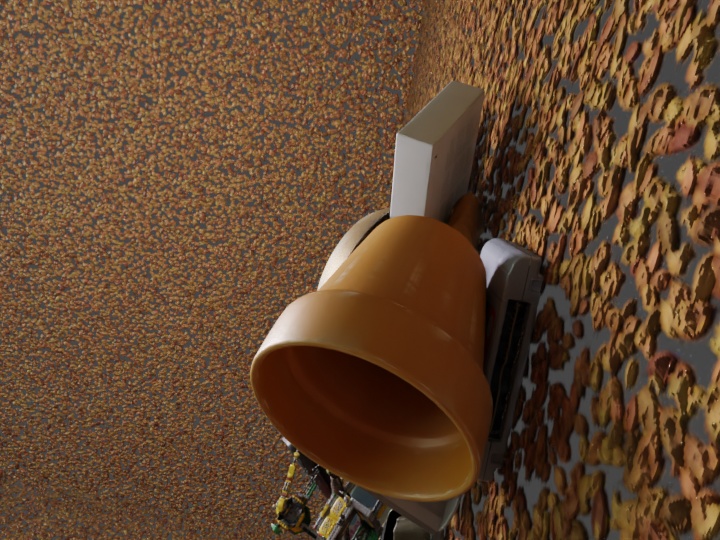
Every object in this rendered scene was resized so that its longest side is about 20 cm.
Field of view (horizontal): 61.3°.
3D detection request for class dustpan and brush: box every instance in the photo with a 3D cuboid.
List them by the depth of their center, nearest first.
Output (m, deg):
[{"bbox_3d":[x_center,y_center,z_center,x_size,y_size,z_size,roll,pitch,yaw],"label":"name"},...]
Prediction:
[{"bbox_3d":[0.077,0.157,0.663,0.203,0.137,0.057,-61,8,-31],"label":"dustpan and brush"}]

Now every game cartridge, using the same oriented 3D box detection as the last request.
[{"bbox_3d":[0.125,0.076,0.587,0.133,0.039,0.207,-69,-11,-80],"label":"game cartridge"}]

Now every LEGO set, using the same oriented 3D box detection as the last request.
[{"bbox_3d":[-0.019,0.249,0.724,0.200,0.152,0.117,-46,-29,-17],"label":"LEGO set"}]

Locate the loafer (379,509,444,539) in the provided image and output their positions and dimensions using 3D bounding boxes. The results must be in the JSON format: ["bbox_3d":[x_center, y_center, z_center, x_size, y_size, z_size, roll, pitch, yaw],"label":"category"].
[{"bbox_3d":[0.059,0.331,0.787,0.201,0.067,0.078,104,175,-68],"label":"loafer"}]

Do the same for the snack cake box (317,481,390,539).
[{"bbox_3d":[0.016,0.335,0.912,0.202,0.066,0.115,-54,-2,-10],"label":"snack cake box"}]

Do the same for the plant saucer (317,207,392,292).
[{"bbox_3d":[0.000,0.000,0.792,0.201,0.035,0.203,-48,-24,-28],"label":"plant saucer"}]

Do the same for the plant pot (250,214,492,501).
[{"bbox_3d":[0.031,0.060,0.530,0.203,0.195,0.186,102,-167,-50],"label":"plant pot"}]

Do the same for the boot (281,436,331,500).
[{"bbox_3d":[-0.007,0.242,0.935,0.199,0.065,0.167,-40,-45,-18],"label":"boot"}]

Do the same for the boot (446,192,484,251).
[{"bbox_3d":[0.107,-0.028,0.704,0.202,0.069,0.148,82,-151,-72],"label":"boot"}]

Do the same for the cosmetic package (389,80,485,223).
[{"bbox_3d":[0.090,-0.104,0.749,0.151,0.050,0.204,-51,-27,-43],"label":"cosmetic package"}]
